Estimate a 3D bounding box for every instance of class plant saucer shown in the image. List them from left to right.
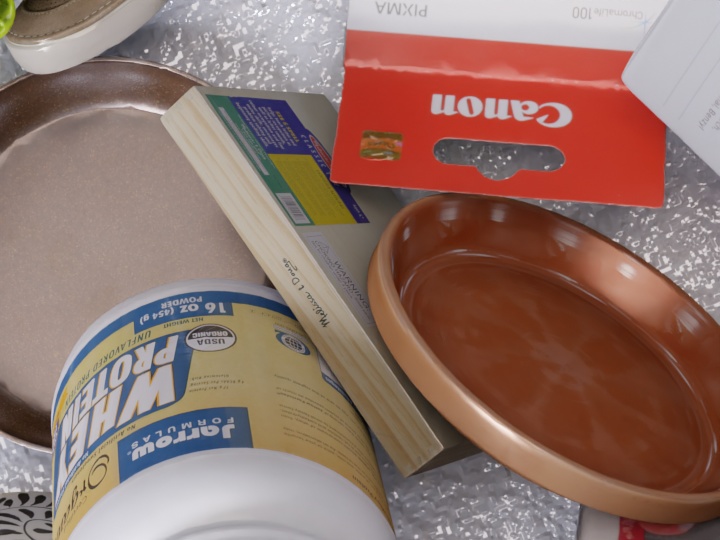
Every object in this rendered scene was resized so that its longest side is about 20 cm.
[{"bbox_3d":[-0.127,-0.006,0.982,0.200,0.032,0.201,-1,76,3],"label":"plant saucer"},{"bbox_3d":[0.092,0.040,0.893,0.200,0.200,0.032,37,121,11],"label":"plant saucer"}]

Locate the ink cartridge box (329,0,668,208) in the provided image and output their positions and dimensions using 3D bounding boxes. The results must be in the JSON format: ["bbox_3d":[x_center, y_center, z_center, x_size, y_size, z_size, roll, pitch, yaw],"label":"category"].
[{"bbox_3d":[0.073,-0.130,0.958,0.162,0.057,0.200,4,53,4],"label":"ink cartridge box"}]

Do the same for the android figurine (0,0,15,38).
[{"bbox_3d":[-0.152,-0.189,0.952,0.041,0.200,0.182,33,81,-24],"label":"android figurine"}]

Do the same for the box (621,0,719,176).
[{"bbox_3d":[0.251,-0.139,0.871,0.199,0.200,0.131,-36,76,-32],"label":"box"}]

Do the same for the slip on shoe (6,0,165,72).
[{"bbox_3d":[-0.103,-0.180,0.984,0.200,0.061,0.076,-40,38,-9],"label":"slip on shoe"}]

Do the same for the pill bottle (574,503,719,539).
[{"bbox_3d":[0.191,0.161,0.882,0.199,0.111,0.111,7,78,5],"label":"pill bottle"}]

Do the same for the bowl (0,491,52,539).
[{"bbox_3d":[-0.164,0.195,0.907,0.200,0.094,0.201,-1,77,3],"label":"bowl"}]

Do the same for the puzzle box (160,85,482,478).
[{"bbox_3d":[0.000,0.000,0.923,0.025,0.133,0.200,-40,76,22],"label":"puzzle box"}]

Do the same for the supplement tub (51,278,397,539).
[{"bbox_3d":[-0.059,0.109,0.849,0.144,0.200,0.145,-4,120,-7],"label":"supplement tub"}]
